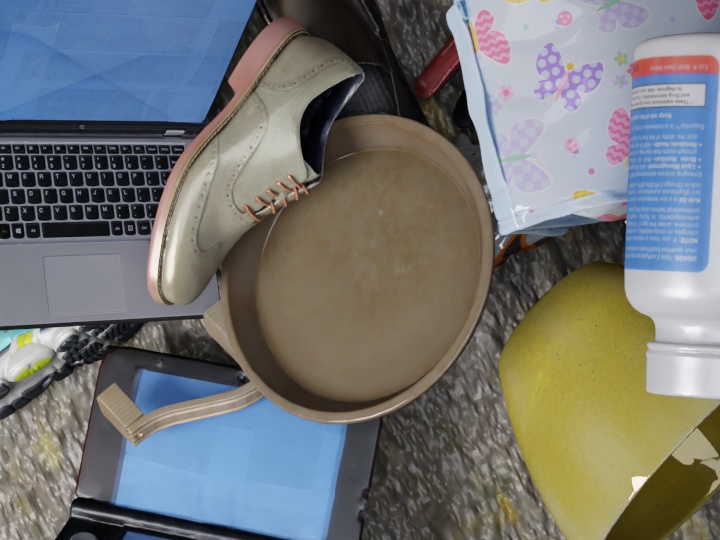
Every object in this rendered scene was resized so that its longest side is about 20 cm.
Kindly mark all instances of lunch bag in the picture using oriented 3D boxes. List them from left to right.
[{"bbox_3d":[0.156,-0.118,1.198,0.198,0.127,0.171,-12,83,-22],"label":"lunch bag"}]

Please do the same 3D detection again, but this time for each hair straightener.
[{"bbox_3d":[0.124,-0.177,1.283,0.077,0.041,0.201,37,91,-22],"label":"hair straightener"}]

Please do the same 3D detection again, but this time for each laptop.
[{"bbox_3d":[-0.154,-0.074,1.204,0.186,0.116,0.202,-2,80,-36],"label":"laptop"}]

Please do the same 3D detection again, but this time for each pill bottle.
[{"bbox_3d":[0.207,-0.029,1.086,0.111,0.112,0.202,3,90,3],"label":"pill bottle"}]

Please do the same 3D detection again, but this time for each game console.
[{"bbox_3d":[-0.101,0.151,1.219,0.198,0.173,0.120,9,115,10],"label":"game console"}]

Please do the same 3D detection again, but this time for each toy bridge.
[{"bbox_3d":[-0.077,0.050,1.260,0.199,0.027,0.067,-38,64,-21],"label":"toy bridge"}]

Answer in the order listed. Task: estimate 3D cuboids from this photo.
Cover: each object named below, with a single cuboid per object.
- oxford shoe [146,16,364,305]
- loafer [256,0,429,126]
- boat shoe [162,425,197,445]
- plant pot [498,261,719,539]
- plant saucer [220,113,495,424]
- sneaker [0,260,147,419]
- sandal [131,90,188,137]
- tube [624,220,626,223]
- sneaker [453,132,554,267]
[{"bbox_3d":[-0.069,-0.060,1.207,0.073,0.071,0.201,28,91,22],"label":"oxford shoe"},{"bbox_3d":[-0.010,-0.145,1.268,0.073,0.071,0.201,-34,93,6],"label":"loafer"},{"bbox_3d":[-0.077,0.174,1.307,0.199,0.074,0.069,38,99,9],"label":"boat shoe"},{"bbox_3d":[0.174,0.078,1.237,0.200,0.200,0.142,-47,67,6],"label":"plant pot"},{"bbox_3d":[0.000,0.000,1.208,0.198,0.029,0.202,-9,72,29],"label":"plant saucer"},{"bbox_3d":[-0.215,0.029,1.297,0.199,0.078,0.080,-30,73,-2],"label":"sneaker"},{"bbox_3d":[-0.210,-0.110,1.272,0.198,0.087,0.080,-13,95,-4],"label":"sandal"},{"bbox_3d":[0.257,0.002,1.225,0.199,0.052,0.058,34,97,-38],"label":"tube"},{"bbox_3d":[0.066,-0.037,1.281,0.199,0.076,0.093,-31,86,-2],"label":"sneaker"}]
